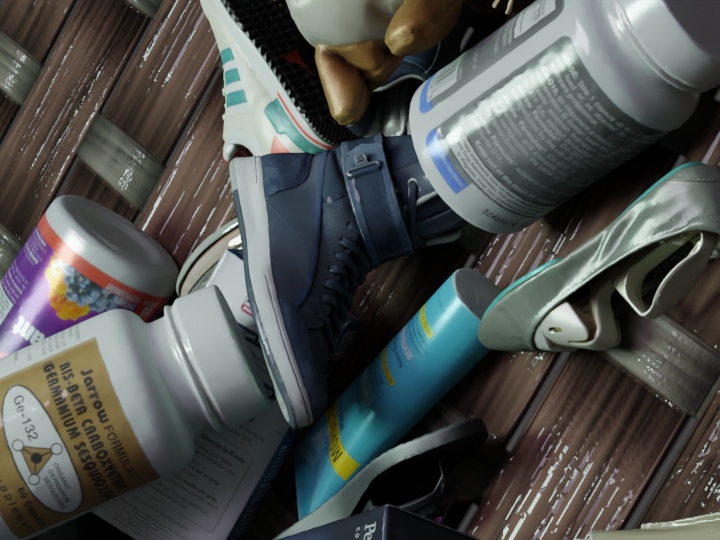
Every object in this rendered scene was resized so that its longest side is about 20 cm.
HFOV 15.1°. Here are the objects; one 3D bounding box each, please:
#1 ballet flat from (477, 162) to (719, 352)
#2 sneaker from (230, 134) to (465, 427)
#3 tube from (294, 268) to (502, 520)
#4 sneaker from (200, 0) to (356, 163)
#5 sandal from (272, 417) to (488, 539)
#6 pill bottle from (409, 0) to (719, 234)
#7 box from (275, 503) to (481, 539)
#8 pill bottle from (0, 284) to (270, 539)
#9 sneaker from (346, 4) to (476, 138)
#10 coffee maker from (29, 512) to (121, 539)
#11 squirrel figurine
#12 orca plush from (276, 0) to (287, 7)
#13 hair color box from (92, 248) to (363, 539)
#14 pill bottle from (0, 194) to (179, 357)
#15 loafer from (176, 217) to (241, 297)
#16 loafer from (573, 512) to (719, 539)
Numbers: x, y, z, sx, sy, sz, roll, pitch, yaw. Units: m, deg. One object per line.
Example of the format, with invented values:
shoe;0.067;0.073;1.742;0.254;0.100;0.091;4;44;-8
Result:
ballet flat;0.147;0.011;1.609;0.200;0.067;0.064;-39;55;32
sneaker;0.000;-0.001;1.722;0.145;0.077;0.203;-10;56;1
tube;0.019;0.081;1.745;0.200;0.050;0.078;-48;24;28
sneaker;-0.080;-0.127;1.945;0.094;0.070;0.200;-53;49;24
sandal;0.018;0.151;1.696;0.200;0.075;0.048;-41;68;40
pill bottle;0.135;-0.115;1.652;0.200;0.114;0.114;-34;47;35
box;-0.016;0.265;1.618;0.198;0.123;0.201;-22;55;41
pill bottle;-0.165;0.089;1.739;0.199;0.115;0.115;-24;45;1
sneaker;-0.002;-0.163;1.876;0.202;0.077;0.147;6;72;51
coffee maker;-0.207;0.214;1.834;0.200;0.134;0.193;-112;23;-44
squirrel figurine;0.051;-0.206;1.705;0.186;0.142;0.200;-26;7;24
orca plush;-0.072;-0.281;2.031;0.105;0.071;0.201;-28;50;39
hair color box;-0.091;0.096;1.816;0.100;0.061;0.201;31;97;11
pill bottle;-0.230;0.055;2.003;0.200;0.111;0.111;-56;38;13
loafer;-0.050;-0.010;1.860;0.200;0.072;0.063;-35;53;30
loafer;0.158;0.177;1.497;0.200;0.068;0.076;-23;54;42
